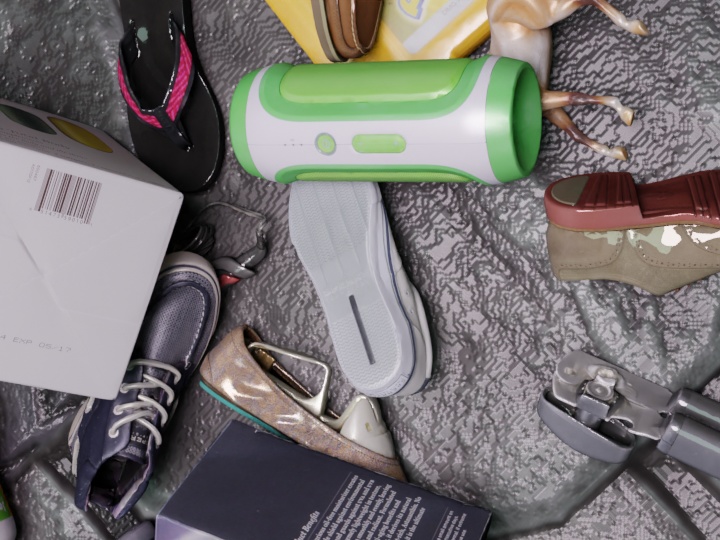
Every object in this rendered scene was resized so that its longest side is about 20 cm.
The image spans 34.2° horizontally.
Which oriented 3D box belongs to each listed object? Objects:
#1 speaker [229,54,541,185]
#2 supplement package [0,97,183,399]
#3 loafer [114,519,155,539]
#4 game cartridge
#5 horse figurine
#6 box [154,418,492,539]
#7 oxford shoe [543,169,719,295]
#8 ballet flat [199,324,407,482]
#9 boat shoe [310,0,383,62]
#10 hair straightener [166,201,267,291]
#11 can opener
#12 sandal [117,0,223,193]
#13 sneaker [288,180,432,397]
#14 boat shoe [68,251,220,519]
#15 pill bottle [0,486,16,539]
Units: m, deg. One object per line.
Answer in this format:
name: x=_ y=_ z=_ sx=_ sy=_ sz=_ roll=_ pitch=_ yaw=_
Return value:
speaker: x=0.016 y=-0.099 z=0.782 sx=0.199 sy=0.088 sz=0.089 roll=2 pitch=94 yaw=24
supplement package: x=-0.243 y=-0.028 z=0.811 sx=0.151 sy=0.200 sz=0.152 roll=15 pitch=100 yaw=-31
loafer: x=-0.227 y=0.277 z=0.919 sx=0.200 sy=0.072 sz=0.063 roll=-38 pitch=88 yaw=11
game cartridge: x=0.030 y=-0.228 z=0.835 sx=0.200 sy=0.032 sz=0.177 roll=-40 pitch=83 yaw=13
horse figurine: x=0.126 y=-0.151 z=0.783 sx=0.132 sy=0.050 sz=0.201 roll=16 pitch=127 yaw=17
box: x=-0.035 y=0.240 z=0.804 sx=0.197 sy=0.123 sz=0.201 roll=17 pitch=121 yaw=15
oxford shoe: x=0.224 y=-0.022 z=0.788 sx=0.199 sy=0.071 sz=0.075 roll=4 pitch=121 yaw=14
ballet flat: x=-0.028 y=0.107 z=0.855 sx=0.199 sy=0.068 sz=0.067 roll=34 pitch=94 yaw=9
boat shoe: x=0.009 y=-0.241 z=0.789 sx=0.068 sy=0.072 sz=0.202 roll=5 pitch=95 yaw=17
hair straightener: x=-0.155 y=0.005 z=0.894 sx=0.199 sy=0.041 sz=0.077 roll=-33 pitch=85 yaw=16
can opener: x=0.220 y=0.118 z=0.804 sx=0.199 sy=0.053 sz=0.067 roll=25 pitch=132 yaw=12
sandal: x=-0.154 y=-0.156 z=0.882 sx=0.075 sy=0.045 sz=0.201 roll=-10 pitch=91 yaw=15
sneaker: x=0.000 y=0.000 z=0.841 sx=0.073 sy=0.071 sz=0.201 roll=-20 pitch=67 yaw=20
boat shoe: x=-0.154 y=0.090 z=0.855 sx=0.074 sy=0.093 sz=0.201 roll=17 pitch=115 yaw=-23
pill bottle: x=-0.338 y=0.186 z=0.919 sx=0.111 sy=0.111 sz=0.201 roll=-23 pitch=87 yaw=15
